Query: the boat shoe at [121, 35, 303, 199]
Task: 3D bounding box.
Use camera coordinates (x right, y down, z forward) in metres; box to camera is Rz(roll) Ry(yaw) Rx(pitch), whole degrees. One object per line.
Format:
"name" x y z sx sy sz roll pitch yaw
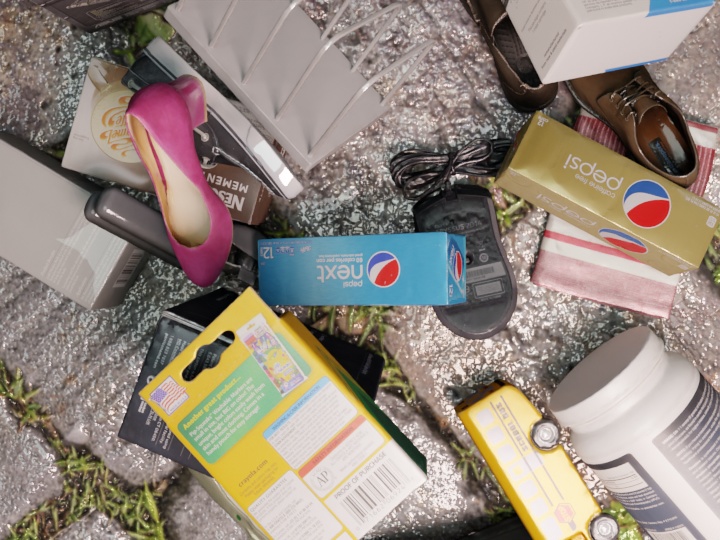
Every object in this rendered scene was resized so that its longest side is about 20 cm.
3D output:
"boat shoe" -0.139 -0.126 0.742 0.200 0.072 0.068 44 91 4

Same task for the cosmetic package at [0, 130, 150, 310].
"cosmetic package" -0.321 -0.054 0.835 0.199 0.090 0.107 33 94 5

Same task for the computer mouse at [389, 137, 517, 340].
"computer mouse" 0.109 -0.029 0.824 0.137 0.053 0.201 -8 82 3

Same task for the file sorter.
"file sorter" -0.052 -0.228 0.756 0.200 0.139 0.125 47 139 1

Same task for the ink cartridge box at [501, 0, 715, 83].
"ink cartridge box" 0.200 -0.286 0.735 0.145 0.084 0.201 -14 70 -17

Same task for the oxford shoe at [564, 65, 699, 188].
"oxford shoe" 0.260 -0.165 0.771 0.073 0.084 0.200 -38 82 4

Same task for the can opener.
"can opener" -0.169 -0.037 0.799 0.200 0.053 0.067 32 66 -35

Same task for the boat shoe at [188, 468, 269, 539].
"boat shoe" -0.121 0.224 0.853 0.200 0.072 0.068 42 59 8

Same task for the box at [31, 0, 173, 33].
"box" -0.211 -0.300 0.776 0.199 0.158 0.049 -19 91 6

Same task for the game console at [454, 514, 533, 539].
"game console" 0.107 0.370 0.858 0.175 0.116 0.201 -11 92 35

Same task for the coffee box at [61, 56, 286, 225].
"coffee box" -0.182 -0.128 0.821 0.199 0.080 0.115 18 94 3

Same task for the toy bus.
"toy bus" 0.180 0.207 0.814 0.078 0.065 0.201 -31 87 -2

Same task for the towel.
"towel" 0.268 -0.064 0.823 0.143 0.023 0.201 16 92 5

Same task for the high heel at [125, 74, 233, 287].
"high heel" -0.158 -0.061 0.690 0.067 0.096 0.201 13 121 14

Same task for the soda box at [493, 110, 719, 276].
"soda box" 0.232 -0.071 0.770 0.199 0.068 0.064 28 83 1

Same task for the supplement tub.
"supplement tub" 0.292 0.168 0.772 0.140 0.140 0.200 -41 90 5

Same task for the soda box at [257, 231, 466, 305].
"soda box" 0.000 0.000 0.792 0.199 0.064 0.068 -1 90 24

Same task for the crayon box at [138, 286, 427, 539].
"crayon box" -0.058 0.125 0.640 0.126 0.052 0.200 -43 90 6

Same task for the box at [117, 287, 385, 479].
"box" -0.090 0.116 0.768 0.195 0.200 0.125 21 96 3

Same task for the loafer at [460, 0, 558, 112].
"loafer" 0.148 -0.257 0.795 0.073 0.071 0.201 -26 91 5
